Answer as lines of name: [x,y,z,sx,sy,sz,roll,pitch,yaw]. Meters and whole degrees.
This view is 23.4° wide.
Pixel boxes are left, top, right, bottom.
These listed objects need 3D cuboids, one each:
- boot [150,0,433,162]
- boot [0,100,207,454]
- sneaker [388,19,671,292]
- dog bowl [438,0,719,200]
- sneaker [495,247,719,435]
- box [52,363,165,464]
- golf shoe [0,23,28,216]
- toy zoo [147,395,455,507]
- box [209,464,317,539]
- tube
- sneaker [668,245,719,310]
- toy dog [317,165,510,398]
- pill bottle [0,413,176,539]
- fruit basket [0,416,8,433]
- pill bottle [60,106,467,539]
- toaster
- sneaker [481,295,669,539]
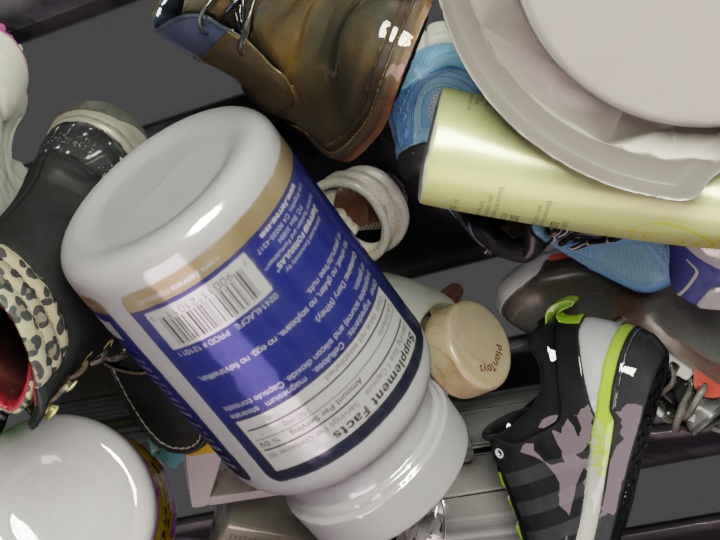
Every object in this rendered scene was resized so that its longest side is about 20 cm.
boot: [-0.035,-0.096,0.724,0.097,0.075,0.200,25,175,-11]
boot: [-0.136,0.038,0.857,0.073,0.154,0.204,-1,122,23]
sneaker: [0.081,-0.032,0.835,0.200,0.090,0.078,30,139,-31]
dog bowl: [0.130,-0.127,0.659,0.199,0.059,0.201,6,121,10]
sneaker: [0.169,0.044,0.937,0.199,0.082,0.077,12,145,-9]
box: [-0.140,0.049,1.031,0.155,0.041,0.200,-12,143,23]
golf shoe: [-0.203,-0.035,0.862,0.075,0.092,0.200,12,142,8]
toy zoo: [-0.027,0.091,1.027,0.199,0.021,0.131,-6,146,-20]
box: [0.003,0.175,1.166,0.199,0.069,0.082,13,146,-10]
tube: [0.125,-0.032,0.734,0.199,0.058,0.052,11,126,0]
sneaker: [0.139,-0.077,0.783,0.115,0.081,0.200,7,139,5]
toy dog: [0.000,0.000,0.919,0.131,0.096,0.200,-10,128,27]
pill bottle: [-0.160,0.140,0.997,0.104,0.105,0.200,6,172,0]
fruit basket: [-0.283,0.027,0.877,0.215,0.156,0.216,33,177,2]
pill bottle: [-0.038,0.032,0.812,0.115,0.116,0.200,-17,124,30]
toaster: [0.059,0.155,1.042,0.129,0.114,0.200,-2,141,-21]
sneaker: [0.104,0.105,0.929,0.083,0.072,0.201,19,113,16]
